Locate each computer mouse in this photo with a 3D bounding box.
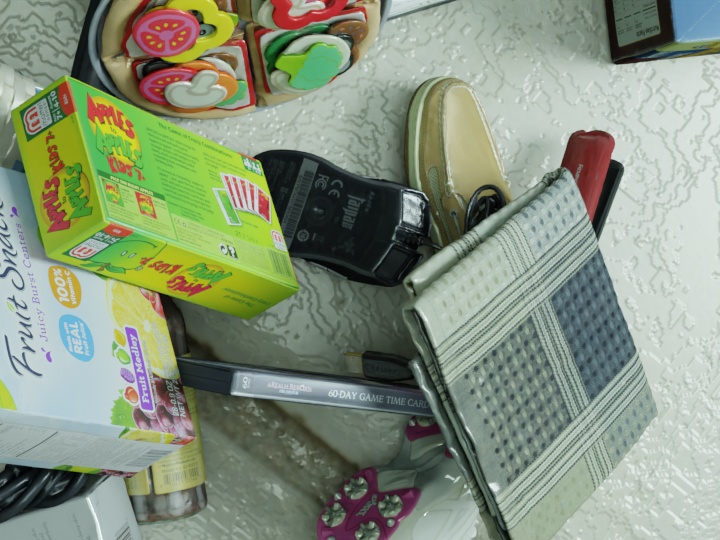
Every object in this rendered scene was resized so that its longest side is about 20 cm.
[{"bbox_3d":[0.000,0.000,1.208,0.200,0.046,0.141,11,83,19],"label":"computer mouse"}]

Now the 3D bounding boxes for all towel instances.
[{"bbox_3d":[0.108,0.059,1.143,0.200,0.035,0.193,-38,112,-44],"label":"towel"}]

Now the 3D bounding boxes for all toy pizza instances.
[{"bbox_3d":[-0.073,-0.151,1.151,0.200,0.200,0.032,-12,61,-9],"label":"toy pizza"}]

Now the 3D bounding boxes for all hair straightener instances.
[{"bbox_3d":[0.147,0.006,1.238,0.041,0.077,0.200,3,64,23],"label":"hair straightener"}]

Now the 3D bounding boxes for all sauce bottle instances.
[{"bbox_3d":[-0.143,0.066,1.203,0.065,0.065,0.200,-6,93,-10],"label":"sauce bottle"}]

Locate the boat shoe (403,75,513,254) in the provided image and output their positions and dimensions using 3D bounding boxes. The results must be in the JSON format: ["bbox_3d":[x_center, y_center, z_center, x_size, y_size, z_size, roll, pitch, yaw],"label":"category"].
[{"bbox_3d":[0.085,-0.036,1.227,0.072,0.076,0.200,-17,99,-34],"label":"boat shoe"}]

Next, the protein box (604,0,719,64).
[{"bbox_3d":[0.274,-0.255,1.231,0.198,0.135,0.200,-7,92,-10],"label":"protein box"}]

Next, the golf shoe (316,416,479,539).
[{"bbox_3d":[0.060,0.147,1.247,0.200,0.075,0.092,-39,129,-14],"label":"golf shoe"}]

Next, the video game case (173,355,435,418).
[{"bbox_3d":[-0.026,0.075,1.153,0.200,0.143,0.019,10,87,-31],"label":"video game case"}]

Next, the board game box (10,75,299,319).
[{"bbox_3d":[-0.124,-0.040,1.121,0.048,0.200,0.102,-30,64,23],"label":"board game box"}]

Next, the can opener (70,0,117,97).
[{"bbox_3d":[-0.158,-0.182,1.195,0.079,0.063,0.200,18,88,-10],"label":"can opener"}]

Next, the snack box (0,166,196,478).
[{"bbox_3d":[-0.202,0.026,1.052,0.068,0.200,0.169,-33,62,30],"label":"snack box"}]

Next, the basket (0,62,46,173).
[{"bbox_3d":[-0.305,-0.084,1.123,0.200,0.139,0.177,24,87,-40],"label":"basket"}]

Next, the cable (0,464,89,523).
[{"bbox_3d":[-0.252,0.109,1.142,0.200,0.163,0.051,-18,130,-17],"label":"cable"}]

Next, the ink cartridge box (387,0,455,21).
[{"bbox_3d":[0.011,-0.274,1.230,0.109,0.050,0.200,-18,93,-8],"label":"ink cartridge box"}]

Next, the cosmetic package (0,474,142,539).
[{"bbox_3d":[-0.240,0.213,1.158,0.200,0.081,0.113,-16,95,8],"label":"cosmetic package"}]
